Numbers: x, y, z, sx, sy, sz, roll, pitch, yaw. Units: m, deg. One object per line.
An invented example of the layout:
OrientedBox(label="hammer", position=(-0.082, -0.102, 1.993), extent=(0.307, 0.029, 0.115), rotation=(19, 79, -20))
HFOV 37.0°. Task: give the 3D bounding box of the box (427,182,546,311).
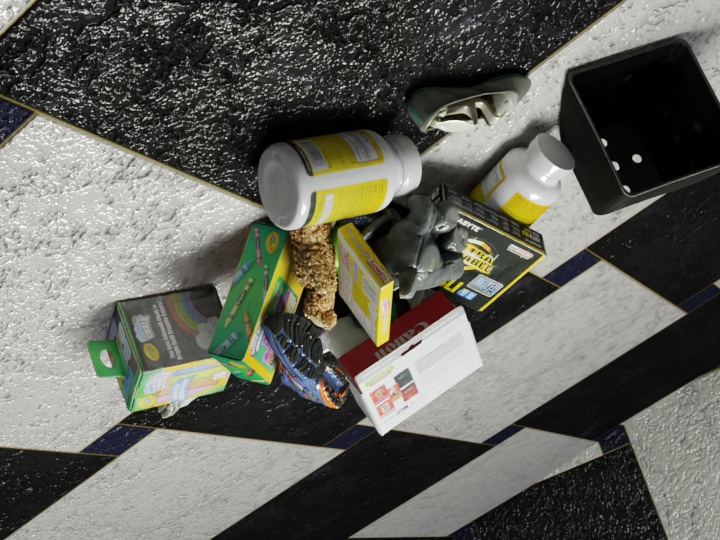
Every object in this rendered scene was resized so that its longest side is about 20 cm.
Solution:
OrientedBox(label="box", position=(0.153, -0.031, 1.627), extent=(0.199, 0.050, 0.160), rotation=(25, 133, -26))

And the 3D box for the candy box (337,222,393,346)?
OrientedBox(label="candy box", position=(0.006, 0.023, 1.450), extent=(0.026, 0.102, 0.200), rotation=(-29, 159, -13))

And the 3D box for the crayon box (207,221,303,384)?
OrientedBox(label="crayon box", position=(-0.139, 0.048, 1.525), extent=(0.058, 0.201, 0.119), rotation=(12, 162, 19))

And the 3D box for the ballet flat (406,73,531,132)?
OrientedBox(label="ballet flat", position=(0.154, -0.216, 1.437), extent=(0.199, 0.064, 0.067), rotation=(-12, 151, -27))

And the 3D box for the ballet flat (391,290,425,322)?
OrientedBox(label="ballet flat", position=(0.065, 0.023, 1.717), extent=(0.068, 0.068, 0.201), rotation=(-17, 127, -2))

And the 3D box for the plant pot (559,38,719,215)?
OrientedBox(label="plant pot", position=(0.403, -0.188, 1.585), extent=(0.199, 0.200, 0.178), rotation=(-19, 164, -15))

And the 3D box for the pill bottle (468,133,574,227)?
OrientedBox(label="pill bottle", position=(0.236, -0.117, 1.648), extent=(0.104, 0.105, 0.200), rotation=(-1, 145, -41))

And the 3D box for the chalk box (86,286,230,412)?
OrientedBox(label="chalk box", position=(-0.299, 0.119, 1.582), extent=(0.199, 0.125, 0.124), rotation=(-10, 150, -27))

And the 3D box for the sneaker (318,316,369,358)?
OrientedBox(label="sneaker", position=(0.010, 0.126, 1.756), extent=(0.075, 0.100, 0.200), rotation=(-45, 160, 24))

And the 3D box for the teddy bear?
OrientedBox(label="teddy bear", position=(-0.057, -0.016, 1.490), extent=(0.066, 0.201, 0.145), rotation=(-7, -170, 5))

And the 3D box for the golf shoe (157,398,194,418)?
OrientedBox(label="golf shoe", position=(-0.268, 0.162, 1.771), extent=(0.200, 0.079, 0.097), rotation=(-40, 168, 38))

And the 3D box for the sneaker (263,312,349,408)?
OrientedBox(label="sneaker", position=(-0.090, 0.132, 1.523), extent=(0.078, 0.076, 0.200), rotation=(-2, 138, 29))

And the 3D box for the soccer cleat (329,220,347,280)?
OrientedBox(label="soccer cleat", position=(0.000, 0.000, 1.647), extent=(0.081, 0.067, 0.200), rotation=(-56, 139, -13))

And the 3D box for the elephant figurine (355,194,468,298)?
OrientedBox(label="elephant figurine", position=(0.041, -0.030, 1.502), extent=(0.199, 0.142, 0.155), rotation=(-1, 177, 44))

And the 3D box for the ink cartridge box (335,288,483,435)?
OrientedBox(label="ink cartridge box", position=(0.073, 0.129, 1.646), extent=(0.200, 0.084, 0.176), rotation=(-33, 141, -9))

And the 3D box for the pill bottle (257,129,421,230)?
OrientedBox(label="pill bottle", position=(-0.023, -0.122, 1.391), extent=(0.199, 0.112, 0.111), rotation=(-13, 152, -32))

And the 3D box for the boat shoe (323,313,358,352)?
OrientedBox(label="boat shoe", position=(-0.016, 0.097, 1.869), extent=(0.199, 0.070, 0.066), rotation=(-26, 178, -13))

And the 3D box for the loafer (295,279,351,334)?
OrientedBox(label="loafer", position=(-0.074, 0.071, 1.769), extent=(0.200, 0.073, 0.071), rotation=(-34, 165, 19))
